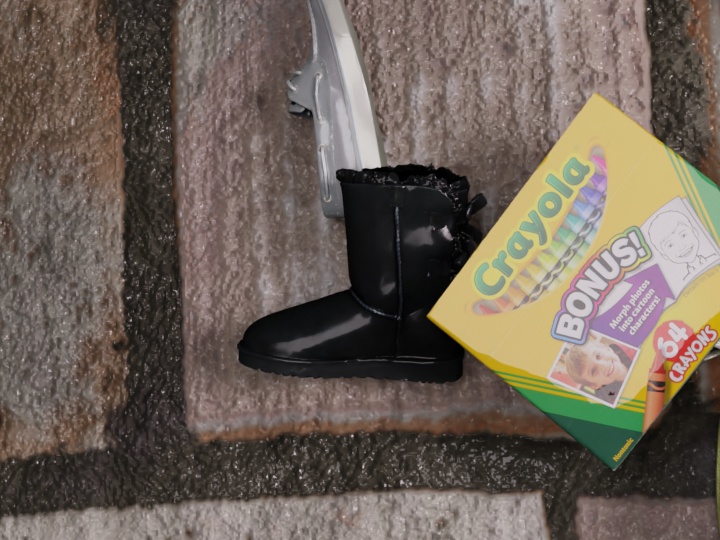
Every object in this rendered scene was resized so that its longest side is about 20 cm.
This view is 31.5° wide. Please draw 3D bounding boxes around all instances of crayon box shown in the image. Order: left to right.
[{"bbox_3d":[0.175,0.008,0.914,0.172,0.058,0.201,38,98,9],"label":"crayon box"}]

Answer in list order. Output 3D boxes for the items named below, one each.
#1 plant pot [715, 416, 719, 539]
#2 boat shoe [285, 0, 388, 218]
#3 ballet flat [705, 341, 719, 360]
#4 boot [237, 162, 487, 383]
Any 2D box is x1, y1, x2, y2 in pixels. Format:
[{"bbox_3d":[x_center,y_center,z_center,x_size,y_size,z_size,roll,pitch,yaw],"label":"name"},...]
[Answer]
[{"bbox_3d":[0.366,0.144,0.874,0.197,0.187,0.190,3,84,0],"label":"plant pot"},{"bbox_3d":[-0.027,-0.141,1.048,0.071,0.070,0.204,-13,83,6],"label":"boat shoe"},{"bbox_3d":[0.207,0.045,0.975,0.197,0.069,0.071,-1,83,13],"label":"ballet flat"},{"bbox_3d":[-0.001,0.000,1.002,0.195,0.073,0.165,2,104,8],"label":"boot"}]
